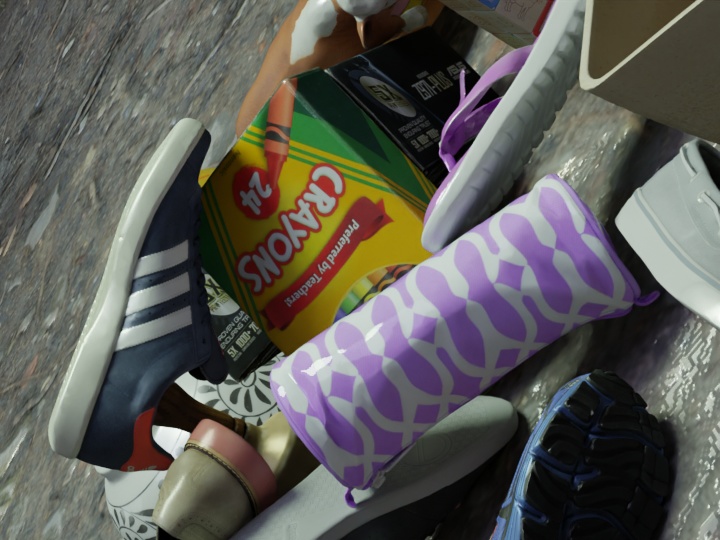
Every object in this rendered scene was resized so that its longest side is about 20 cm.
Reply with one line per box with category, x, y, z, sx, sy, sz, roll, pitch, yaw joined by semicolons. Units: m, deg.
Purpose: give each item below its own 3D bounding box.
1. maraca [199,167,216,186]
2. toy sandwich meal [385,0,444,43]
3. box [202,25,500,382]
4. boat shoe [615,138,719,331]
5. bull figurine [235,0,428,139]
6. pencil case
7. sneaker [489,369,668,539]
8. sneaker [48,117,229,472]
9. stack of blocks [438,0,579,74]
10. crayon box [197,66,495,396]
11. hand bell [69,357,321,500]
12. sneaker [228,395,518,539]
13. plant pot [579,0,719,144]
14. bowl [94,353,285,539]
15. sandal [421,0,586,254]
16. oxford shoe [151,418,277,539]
maraca;-0.130;-0.016;1.392;0.200;0.107;0.138;-8;59;63
toy sandwich meal;0.004;-0.190;1.320;0.206;0.070;0.205;-52;9;11
box;-0.017;-0.045;1.124;0.200;0.086;0.164;-49;-7;29
boat shoe;0.179;-0.008;0.802;0.069;0.072;0.200;-56;15;12
bull figurine;-0.014;-0.148;1.155;0.121;0.065;0.200;-29;-14;-49
pencil case;0.047;0.036;0.903;0.200;0.086;0.084;-36;-7;7
sneaker;0.080;0.139;0.830;0.078;0.075;0.201;-9;55;66
sneaker;-0.106;0.018;0.989;0.075;0.084;0.201;180;109;-79
stack of blocks;0.081;-0.212;1.050;0.116;0.199;0.059;-64;23;-3
crayon box;0.000;0.000;1.003;0.127;0.200;0.051;-50;-10;28
hand bell;-0.084;0.095;1.054;0.104;0.199;0.104;-47;27;33
sneaker;0.013;0.152;0.964;0.199;0.100;0.071;-34;29;-15
plant pot;0.224;-0.148;0.708;0.200;0.176;0.201;-37;32;43
bowl;-0.129;0.122;1.255;0.201;0.094;0.201;-47;27;33
sandal;0.078;-0.094;0.956;0.203;0.050;0.083;-56;-17;-21
oxford shoe;-0.086;0.163;1.011;0.070;0.201;0.075;27;61;25
